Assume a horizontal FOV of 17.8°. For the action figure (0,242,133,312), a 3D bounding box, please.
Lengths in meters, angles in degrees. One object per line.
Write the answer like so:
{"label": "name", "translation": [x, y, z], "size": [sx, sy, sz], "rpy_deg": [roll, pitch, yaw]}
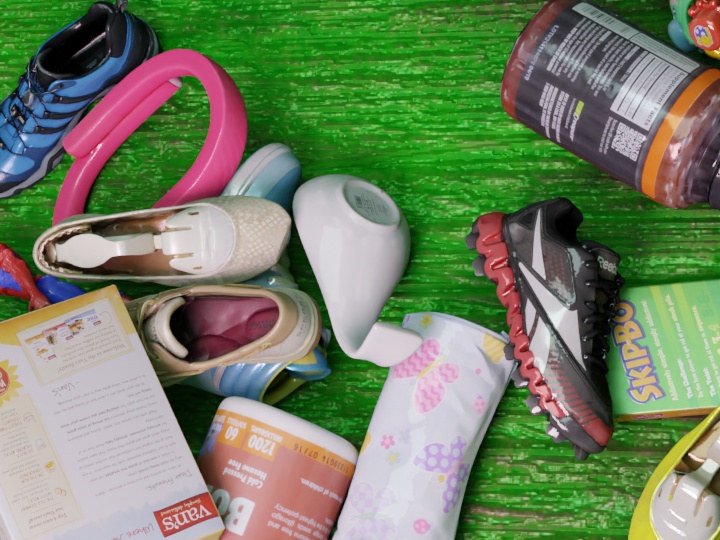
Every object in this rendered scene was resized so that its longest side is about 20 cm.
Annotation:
{"label": "action figure", "translation": [-0.236, 0.022, 1.795], "size": [0.199, 0.065, 0.052], "rpy_deg": [24, 78, 21]}

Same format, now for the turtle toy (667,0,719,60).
{"label": "turtle toy", "translation": [0.285, -0.191, 1.638], "size": [0.145, 0.200, 0.102], "rpy_deg": [6, 92, -5]}

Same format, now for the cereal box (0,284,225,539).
{"label": "cereal box", "translation": [-0.198, 0.122, 1.602], "size": [0.143, 0.040, 0.201], "rpy_deg": [-18, 71, -22]}

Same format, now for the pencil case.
{"label": "pencil case", "translation": [0.047, 0.130, 1.664], "size": [0.090, 0.083, 0.201], "rpy_deg": [14, 78, 15]}

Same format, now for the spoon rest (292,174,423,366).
{"label": "spoon rest", "translation": [0.000, 0.000, 1.691], "size": [0.061, 0.099, 0.200], "rpy_deg": [-57, 27, 31]}

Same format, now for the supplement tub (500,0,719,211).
{"label": "supplement tub", "translation": [0.207, -0.114, 1.676], "size": [0.200, 0.107, 0.107], "rpy_deg": [32, 85, 22]}

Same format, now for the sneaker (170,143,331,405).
{"label": "sneaker", "translation": [-0.061, 0.013, 1.738], "size": [0.130, 0.080, 0.201], "rpy_deg": [24, 88, 21]}

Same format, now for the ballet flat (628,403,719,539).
{"label": "ballet flat", "translation": [0.245, 0.135, 1.592], "size": [0.067, 0.067, 0.200], "rpy_deg": [37, 96, 15]}

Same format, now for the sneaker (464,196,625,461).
{"label": "sneaker", "translation": [0.149, 0.033, 1.641], "size": [0.098, 0.071, 0.201], "rpy_deg": [-27, 63, 19]}

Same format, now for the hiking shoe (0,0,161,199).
{"label": "hiking shoe", "translation": [-0.253, -0.142, 1.838], "size": [0.200, 0.087, 0.074], "rpy_deg": [-45, 66, 0]}

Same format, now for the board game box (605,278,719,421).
{"label": "board game box", "translation": [0.250, 0.055, 1.654], "size": [0.199, 0.030, 0.096], "rpy_deg": [-5, 72, 14]}

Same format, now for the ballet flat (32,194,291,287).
{"label": "ballet flat", "translation": [-0.149, -0.016, 1.699], "size": [0.199, 0.062, 0.068], "rpy_deg": [-7, 91, 19]}

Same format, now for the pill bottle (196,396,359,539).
{"label": "pill bottle", "translation": [-0.086, 0.202, 1.667], "size": [0.112, 0.112, 0.201], "rpy_deg": [18, 80, 21]}

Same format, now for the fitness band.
{"label": "fitness band", "translation": [-0.167, -0.081, 1.786], "size": [0.200, 0.037, 0.144], "rpy_deg": [-42, 50, 20]}

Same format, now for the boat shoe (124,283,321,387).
{"label": "boat shoe", "translation": [-0.131, 0.042, 1.679], "size": [0.199, 0.066, 0.074], "rpy_deg": [-12, 75, 17]}
